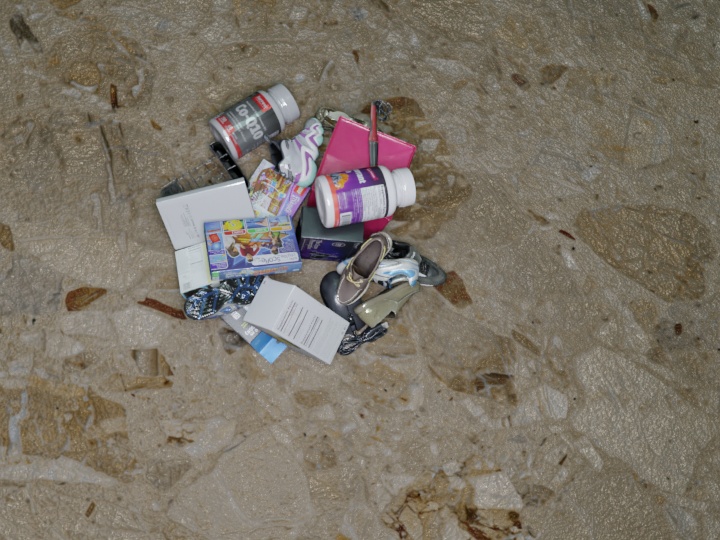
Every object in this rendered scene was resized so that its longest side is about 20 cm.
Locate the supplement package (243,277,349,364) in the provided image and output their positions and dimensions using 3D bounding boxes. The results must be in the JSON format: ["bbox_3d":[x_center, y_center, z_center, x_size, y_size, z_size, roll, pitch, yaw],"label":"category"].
[{"bbox_3d":[-0.141,0.114,1.428,0.200,0.114,0.110,38,72,-42],"label":"supplement package"}]

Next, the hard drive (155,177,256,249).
[{"bbox_3d":[-0.346,-0.129,1.456,0.199,0.132,0.026,-15,39,-5],"label":"hard drive"}]

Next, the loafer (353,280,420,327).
[{"bbox_3d":[0.071,0.080,1.528,0.200,0.076,0.068,-24,91,-33],"label":"loafer"}]

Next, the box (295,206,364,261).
[{"bbox_3d":[-0.076,-0.080,1.481,0.141,0.200,0.079,2,78,-9],"label":"box"}]

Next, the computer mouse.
[{"bbox_3d":[-0.028,0.090,1.535,0.138,0.053,0.200,-25,85,-13],"label":"computer mouse"}]

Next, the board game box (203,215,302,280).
[{"bbox_3d":[-0.242,-0.053,1.424,0.199,0.034,0.136,-6,59,-16],"label":"board game box"}]

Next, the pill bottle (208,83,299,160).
[{"bbox_3d":[-0.256,-0.364,1.549,0.200,0.114,0.114,-36,87,-14],"label":"pill bottle"}]

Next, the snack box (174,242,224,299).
[{"bbox_3d":[-0.322,-0.019,1.469,0.199,0.037,0.116,-18,61,2],"label":"snack box"}]

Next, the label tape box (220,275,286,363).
[{"bbox_3d":[-0.233,0.098,1.490,0.200,0.066,0.143,42,75,2],"label":"label tape box"}]

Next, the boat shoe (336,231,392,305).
[{"bbox_3d":[0.000,0.000,1.455,0.072,0.060,0.200,38,109,7],"label":"boat shoe"}]

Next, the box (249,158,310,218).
[{"bbox_3d":[-0.231,-0.152,1.551,0.137,0.039,0.200,32,76,-2],"label":"box"}]

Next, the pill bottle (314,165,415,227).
[{"bbox_3d":[0.011,-0.162,1.354,0.199,0.111,0.112,-12,82,-14],"label":"pill bottle"}]

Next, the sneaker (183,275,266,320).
[{"bbox_3d":[-0.298,0.057,1.419,0.200,0.077,0.076,-17,83,-23],"label":"sneaker"}]

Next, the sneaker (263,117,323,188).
[{"bbox_3d":[-0.168,-0.308,1.540,0.140,0.078,0.201,19,56,-25],"label":"sneaker"}]

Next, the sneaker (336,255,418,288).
[{"bbox_3d":[0.038,0.005,1.504,0.199,0.072,0.073,2,69,12],"label":"sneaker"}]

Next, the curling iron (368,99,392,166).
[{"bbox_3d":[0.039,-0.293,1.429,0.049,0.026,0.201,8,78,-5],"label":"curling iron"}]

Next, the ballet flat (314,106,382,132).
[{"bbox_3d":[-0.020,-0.362,1.610,0.199,0.075,0.068,20,76,-6],"label":"ballet flat"}]

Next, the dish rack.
[{"bbox_3d":[-0.372,-0.192,1.505,0.200,0.055,0.154,-34,74,-6],"label":"dish rack"}]

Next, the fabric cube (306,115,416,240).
[{"bbox_3d":[-0.004,-0.212,1.521,0.200,0.199,0.197,22,75,-5],"label":"fabric cube"}]

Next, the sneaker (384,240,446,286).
[{"bbox_3d":[0.125,-0.020,1.563,0.200,0.091,0.067,28,77,-4],"label":"sneaker"}]
